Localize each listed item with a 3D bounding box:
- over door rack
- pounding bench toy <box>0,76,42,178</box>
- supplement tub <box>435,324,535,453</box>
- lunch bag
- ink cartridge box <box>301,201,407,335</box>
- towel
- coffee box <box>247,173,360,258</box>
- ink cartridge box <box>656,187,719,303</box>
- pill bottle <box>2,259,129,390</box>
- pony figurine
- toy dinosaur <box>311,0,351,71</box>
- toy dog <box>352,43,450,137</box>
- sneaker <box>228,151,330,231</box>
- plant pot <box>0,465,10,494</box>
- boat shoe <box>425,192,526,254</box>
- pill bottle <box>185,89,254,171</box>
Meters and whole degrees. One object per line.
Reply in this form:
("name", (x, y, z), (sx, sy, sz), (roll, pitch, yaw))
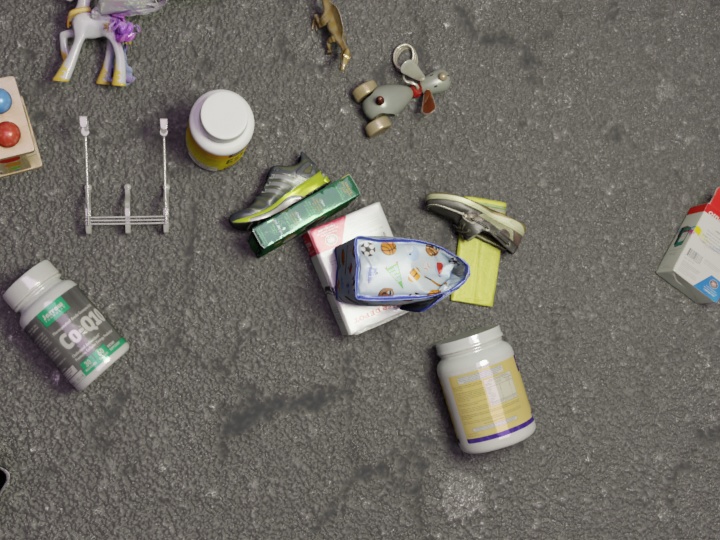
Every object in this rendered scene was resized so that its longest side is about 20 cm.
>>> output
("over door rack", (-0.399, -0.164, 1.616), (0.146, 0.067, 0.203), (-2, 106, -14))
("pounding bench toy", (-0.635, -0.216, 1.527), (0.198, 0.156, 0.126), (-17, 89, -14))
("supplement tub", (0.220, 0.212, 1.700), (0.144, 0.145, 0.202), (-17, 89, -14))
("lunch bag", (0.068, 0.007, 1.582), (0.197, 0.170, 0.126), (0, 88, -14))
("ink cartridge box", (0.000, 0.000, 1.697), (0.144, 0.083, 0.202), (-22, 91, -15))
("towel", (0.222, -0.037, 1.791), (0.085, 0.018, 0.203), (9, 84, -7))
("coffee box", (-0.102, -0.095, 1.664), (0.199, 0.123, 0.044), (-31, 89, -13))
("ink cartridge box", (0.689, -0.049, 1.876), (0.116, 0.067, 0.201), (34, 78, -9))
("pill bottle", (-0.485, 0.089, 1.557), (0.113, 0.113, 0.200), (-42, 95, -13))
("pony figurine", (-0.432, -0.419, 1.611), (0.190, 0.167, 0.203), (3, 99, -5))
("toy dinosaur", (-0.052, -0.457, 1.716), (0.058, 0.101, 0.202), (-21, 90, -14))
("toy dog", (0.078, -0.330, 1.739), (0.132, 0.096, 0.200), (45, 77, -6))
("sneaker", (-0.154, -0.138, 1.687), (0.199, 0.074, 0.081), (-32, 86, -22))
("plant pot", (-0.668, 0.347, 1.458), (0.199, 0.177, 0.201), (30, 79, -10))
("boat shoe", (0.210, -0.085, 1.748), (0.199, 0.072, 0.067), (19, 78, -11))
("pill bottle", (-0.238, -0.239, 1.601), (0.108, 0.200, 0.111), (1, 85, -13))
